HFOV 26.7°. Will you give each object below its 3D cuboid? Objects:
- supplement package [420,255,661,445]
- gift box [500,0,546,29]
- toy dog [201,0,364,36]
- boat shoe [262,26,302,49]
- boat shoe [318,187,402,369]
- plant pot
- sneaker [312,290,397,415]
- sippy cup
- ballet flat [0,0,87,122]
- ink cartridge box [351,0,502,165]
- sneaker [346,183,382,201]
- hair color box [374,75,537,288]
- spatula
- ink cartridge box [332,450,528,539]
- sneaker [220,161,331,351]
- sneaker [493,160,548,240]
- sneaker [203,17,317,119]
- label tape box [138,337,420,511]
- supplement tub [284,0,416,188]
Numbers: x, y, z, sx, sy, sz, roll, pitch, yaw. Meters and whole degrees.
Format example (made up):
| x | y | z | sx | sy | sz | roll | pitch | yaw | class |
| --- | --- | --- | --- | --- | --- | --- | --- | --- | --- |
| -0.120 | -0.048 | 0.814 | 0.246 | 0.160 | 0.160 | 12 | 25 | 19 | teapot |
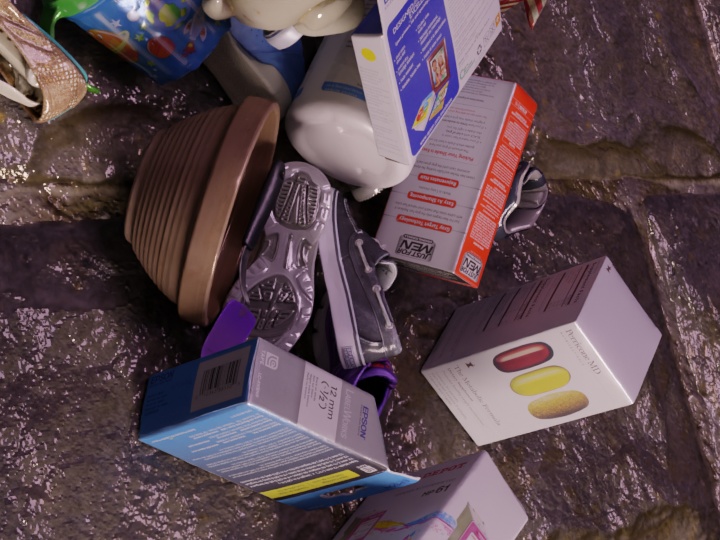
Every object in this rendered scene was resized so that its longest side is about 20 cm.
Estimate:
| x | y | z | sx | sy | sz | roll | pitch | yaw | class |
| --- | --- | --- | --- | --- | --- | --- | --- | --- | --- |
| 0.183 | 0.084 | 1.538 | 0.114 | 0.200 | 0.110 | 52 | 43 | -18 | supplement package |
| 0.093 | -0.337 | 1.648 | 0.187 | 0.184 | 0.200 | -18 | 91 | -41 | gift box |
| -0.035 | -0.288 | 1.258 | 0.194 | 0.200 | 0.140 | -21 | 86 | -34 | toy dog |
| -0.071 | -0.299 | 1.404 | 0.086 | 0.075 | 0.202 | 37 | 51 | -31 | boat shoe |
| 0.000 | 0.000 | 1.415 | 0.072 | 0.068 | 0.200 | 76 | 3 | -49 | boat shoe |
| -0.141 | -0.061 | 1.294 | 0.093 | 0.201 | 0.201 | 19 | 52 | 2 | plant pot |
| 0.005 | 0.089 | 1.432 | 0.081 | 0.083 | 0.200 | 31 | 52 | -36 | sneaker |
| -0.186 | -0.239 | 1.325 | 0.130 | 0.178 | 0.140 | 44 | 24 | -30 | sippy cup |
| -0.307 | -0.198 | 1.231 | 0.200 | 0.070 | 0.065 | 45 | 61 | -20 | ballet flat |
| 0.060 | -0.229 | 1.324 | 0.198 | 0.047 | 0.200 | -55 | 149 | -30 | ink cartridge box |
| 0.016 | -0.171 | 1.567 | 0.100 | 0.070 | 0.200 | 46 | 45 | -21 | sneaker |
| 0.094 | -0.093 | 1.518 | 0.061 | 0.101 | 0.200 | 32 | 76 | -57 | hair color box |
| -0.098 | -0.005 | 1.318 | 0.057 | 0.021 | 0.200 | 46 | 54 | -59 | spatula |
| 0.039 | 0.260 | 1.347 | 0.085 | 0.144 | 0.200 | 58 | 42 | -10 | ink cartridge box |
| -0.074 | 0.006 | 1.387 | 0.078 | 0.099 | 0.200 | 19 | 79 | -1 | sneaker |
| 0.128 | -0.116 | 1.600 | 0.077 | 0.146 | 0.203 | 45 | 45 | -50 | sneaker |
| -0.113 | -0.247 | 1.453 | 0.200 | 0.077 | 0.111 | 54 | 43 | -15 | sneaker |
| -0.065 | 0.136 | 1.287 | 0.200 | 0.143 | 0.066 | 28 | 55 | -37 | label tape box |
| 0.021 | -0.192 | 1.460 | 0.132 | 0.132 | 0.200 | 40 | 62 | -29 | supplement tub |
